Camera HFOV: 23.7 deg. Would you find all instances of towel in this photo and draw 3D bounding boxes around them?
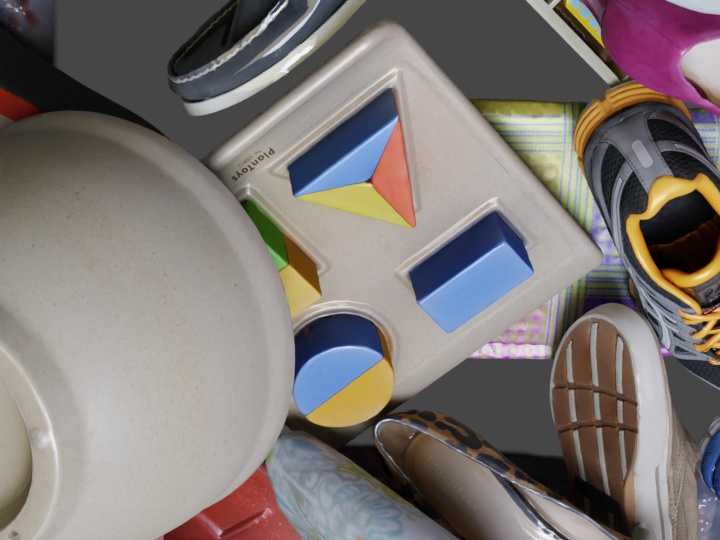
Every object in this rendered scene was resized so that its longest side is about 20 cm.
[{"bbox_3d":[0.043,0.178,0.877,0.048,0.171,0.200,-48,140,-15],"label":"towel"},{"bbox_3d":[0.123,-0.021,0.884,0.198,0.023,0.145,0,116,-1],"label":"towel"}]

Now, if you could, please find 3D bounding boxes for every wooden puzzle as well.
[{"bbox_3d":[0.000,0.000,0.825,0.185,0.046,0.200,-36,128,15],"label":"wooden puzzle"}]

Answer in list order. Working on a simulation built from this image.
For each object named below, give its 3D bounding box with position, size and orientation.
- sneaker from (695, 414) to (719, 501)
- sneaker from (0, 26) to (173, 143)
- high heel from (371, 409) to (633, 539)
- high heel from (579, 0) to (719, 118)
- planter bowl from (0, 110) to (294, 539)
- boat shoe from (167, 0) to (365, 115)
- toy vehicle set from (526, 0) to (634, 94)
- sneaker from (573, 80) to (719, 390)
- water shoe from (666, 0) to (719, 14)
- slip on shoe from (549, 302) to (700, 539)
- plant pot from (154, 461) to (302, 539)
[{"bbox_3d":[0.285,0.123,0.919,0.198,0.089,0.079,0,118,-1],"label":"sneaker"},{"bbox_3d":[-0.162,-0.038,0.852,0.201,0.067,0.108,36,120,-21],"label":"sneaker"},{"bbox_3d":[0.086,0.141,0.849,0.142,0.200,0.072,35,92,-36],"label":"high heel"},{"bbox_3d":[0.186,-0.089,0.777,0.199,0.096,0.068,25,111,-34],"label":"high heel"},{"bbox_3d":[-0.146,0.045,0.745,0.198,0.135,0.202,9,113,23],"label":"planter bowl"},{"bbox_3d":[-0.020,-0.153,0.788,0.200,0.072,0.068,-42,119,9],"label":"boat shoe"},{"bbox_3d":[0.101,-0.181,0.756,0.124,0.027,0.200,-45,129,10],"label":"toy vehicle set"},{"bbox_3d":[0.167,0.003,0.837,0.078,0.077,0.200,-33,122,11],"label":"sneaker"},{"bbox_3d":[0.169,-0.146,0.702,0.199,0.072,0.079,13,126,-30],"label":"water shoe"},{"bbox_3d":[0.149,0.097,0.910,0.060,0.076,0.202,-26,125,-25],"label":"slip on shoe"},{"bbox_3d":[-0.123,0.223,0.918,0.194,0.201,0.201,-27,114,21],"label":"plant pot"}]
